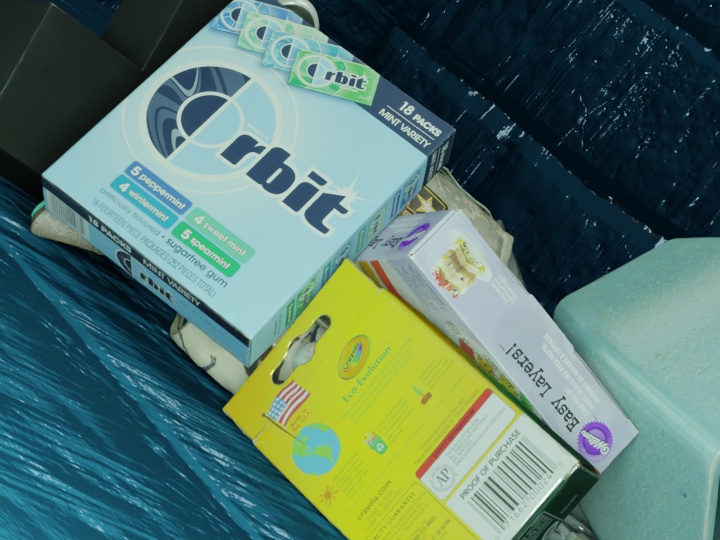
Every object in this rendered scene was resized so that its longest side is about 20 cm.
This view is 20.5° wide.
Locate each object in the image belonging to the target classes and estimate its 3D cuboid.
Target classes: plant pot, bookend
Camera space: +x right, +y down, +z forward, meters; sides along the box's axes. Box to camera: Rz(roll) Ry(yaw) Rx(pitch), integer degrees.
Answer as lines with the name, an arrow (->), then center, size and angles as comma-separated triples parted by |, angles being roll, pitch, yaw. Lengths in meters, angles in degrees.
plant pot -> 0.233, 0.089, 1.335 | 0.200, 0.196, 0.197 | 43, -32, 38
bookend -> -0.173, -0.140, 1.358 | 0.200, 0.199, 0.092 | 35, -13, -37

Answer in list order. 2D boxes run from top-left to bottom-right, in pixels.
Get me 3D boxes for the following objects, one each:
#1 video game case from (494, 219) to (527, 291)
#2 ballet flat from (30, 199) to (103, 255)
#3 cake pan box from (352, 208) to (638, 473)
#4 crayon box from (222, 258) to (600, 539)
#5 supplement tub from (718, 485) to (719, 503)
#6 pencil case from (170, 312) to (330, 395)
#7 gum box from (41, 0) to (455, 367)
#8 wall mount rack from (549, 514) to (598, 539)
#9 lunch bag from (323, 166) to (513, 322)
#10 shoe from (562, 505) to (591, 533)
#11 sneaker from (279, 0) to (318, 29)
video game case -> 0.125, 0.054, 1.607 | 0.200, 0.025, 0.181 | 119, -49, -87
ballet flat -> -0.118, -0.041, 1.309 | 0.067, 0.200, 0.068 | 60, -33, 14
cake pan box -> 0.069, 0.050, 1.292 | 0.200, 0.052, 0.184 | 50, -17, -16
crayon box -> 0.028, 0.102, 1.185 | 0.200, 0.127, 0.051 | 43, 5, 27
supplement tub -> 0.267, 0.237, 1.471 | 0.123, 0.123, 0.200 | 41, -25, 13
pencil case -> -0.032, 0.064, 1.298 | 0.200, 0.089, 0.078 | 39, 11, -10
gum box -> -0.068, -0.064, 1.247 | 0.170, 0.200, 0.045 | 37, -25, 14
wall mount rack -> 0.191, 0.256, 1.410 | 0.174, 0.075, 0.200 | 30, 10, -45
lunch bag -> 0.000, 0.000, 1.427 | 0.164, 0.200, 0.118 | 39, -6, -20
shoe -> 0.109, 0.172, 1.515 | 0.200, 0.071, 0.091 | 55, -22, -14
sneaker -> -0.089, -0.105, 1.464 | 0.071, 0.200, 0.099 | 31, 19, -22
